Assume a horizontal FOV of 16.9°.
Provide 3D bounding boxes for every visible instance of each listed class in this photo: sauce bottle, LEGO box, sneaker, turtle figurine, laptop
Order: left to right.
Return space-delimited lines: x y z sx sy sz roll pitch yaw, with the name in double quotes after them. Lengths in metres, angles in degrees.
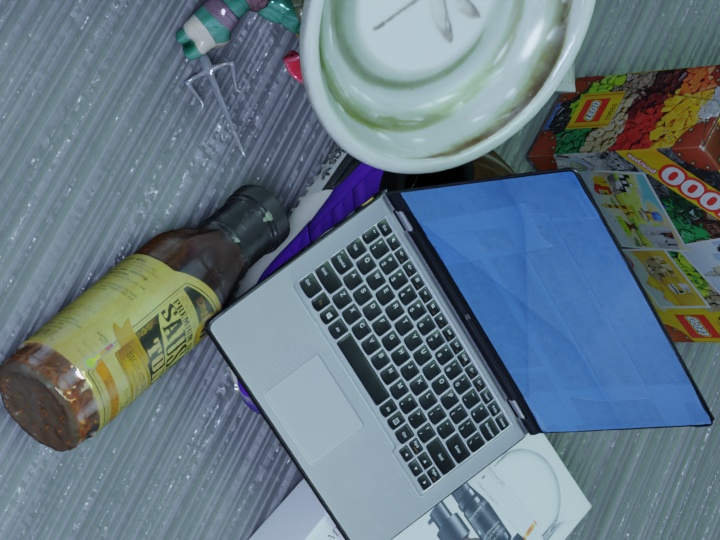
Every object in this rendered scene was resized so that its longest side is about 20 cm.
-0.114 0.019 1.342 0.200 0.066 0.066 -43 118 -35 "sauce bottle"
-0.028 -0.170 1.415 0.149 0.100 0.201 -2 85 -45 "turtle figurine"
0.000 0.000 1.413 0.070 0.099 0.201 39 77 -43 "sneaker"
0.055 0.057 1.341 0.200 0.116 0.188 -36 118 -8 "laptop"
0.232 -0.042 1.632 0.200 0.149 0.077 49 57 -32 "LEGO box"

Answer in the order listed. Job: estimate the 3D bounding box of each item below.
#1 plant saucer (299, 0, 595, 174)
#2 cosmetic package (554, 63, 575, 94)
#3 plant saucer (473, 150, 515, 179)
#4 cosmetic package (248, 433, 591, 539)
0.042 -0.154 1.359 0.199 0.050 0.201 -18 125 -28 "plant saucer"
0.095 -0.214 1.567 0.082 0.051 0.201 -3 91 -44 "cosmetic package"
0.059 0.006 1.539 0.200 0.034 0.201 0 90 -45 "plant saucer"
0.035 0.159 1.475 0.200 0.052 0.151 -48 119 -22 "cosmetic package"
